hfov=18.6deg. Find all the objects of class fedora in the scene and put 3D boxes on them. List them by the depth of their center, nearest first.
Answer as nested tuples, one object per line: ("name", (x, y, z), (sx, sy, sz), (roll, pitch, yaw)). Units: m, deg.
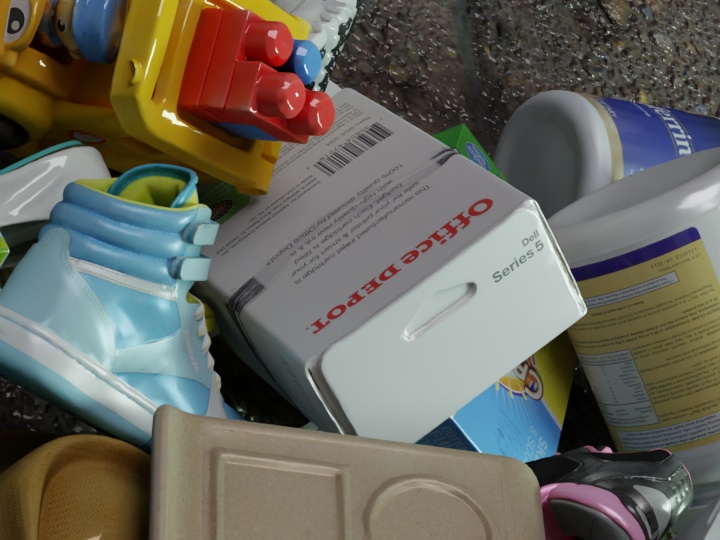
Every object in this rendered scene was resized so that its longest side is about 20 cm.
("fedora", (-0.132, 0.138, 1.008), (0.201, 0.082, 0.201), (21, 42, -20))

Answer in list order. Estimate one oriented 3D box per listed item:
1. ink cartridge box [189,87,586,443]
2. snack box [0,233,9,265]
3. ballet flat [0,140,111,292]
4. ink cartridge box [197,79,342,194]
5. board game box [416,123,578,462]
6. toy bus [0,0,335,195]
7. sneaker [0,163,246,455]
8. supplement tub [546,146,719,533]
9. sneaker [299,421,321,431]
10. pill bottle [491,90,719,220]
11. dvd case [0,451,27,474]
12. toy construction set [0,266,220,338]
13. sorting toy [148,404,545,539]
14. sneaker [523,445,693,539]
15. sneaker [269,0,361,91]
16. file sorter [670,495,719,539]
("ink cartridge box", (0.000, 0.000, 1.157), (0.200, 0.145, 0.084), (38, -19, 55))
("snack box", (-0.258, 0.040, 0.955), (0.142, 0.200, 0.053), (-6, 55, -41))
("ballet flat", (-0.196, -0.006, 1.052), (0.200, 0.069, 0.069), (-24, 68, -35))
("ink cartridge box", (-0.066, -0.081, 1.327), (0.200, 0.067, 0.117), (37, 37, 0))
("board game box", (0.066, 0.034, 1.284), (0.153, 0.040, 0.200), (50, 36, -27))
("toy bus", (-0.114, -0.111, 1.130), (0.200, 0.192, 0.136), (26, 77, -50))
("sneaker", (-0.091, 0.025, 1.077), (0.080, 0.131, 0.200), (19, -12, 38))
("supplement tub", (0.204, 0.041, 1.311), (0.145, 0.145, 0.200), (-32, 102, -50))
("sneaker", (-0.004, 0.145, 1.125), (0.078, 0.082, 0.200), (37, 26, -27))
("pill bottle", (0.195, -0.052, 1.463), (0.200, 0.116, 0.116), (6, 49, -35))
("dvd case", (-0.115, 0.171, 1.077), (0.150, 0.025, 0.200), (-3, 55, -40))
("toy construction set", (-0.176, 0.022, 1.134), (0.200, 0.092, 0.131), (-10, 83, -34))
("sorting toy", (-0.003, 0.154, 0.995), (0.200, 0.036, 0.185), (12, 47, -16))
("sneaker", (0.093, 0.128, 1.153), (0.095, 0.200, 0.079), (-38, 109, -36))
("sneaker", (-0.046, -0.147, 1.299), (0.081, 0.075, 0.200), (23, 22, -4))
("file sorter", (0.146, 0.234, 1.078), (0.125, 0.200, 0.139), (41, 39, 1))
